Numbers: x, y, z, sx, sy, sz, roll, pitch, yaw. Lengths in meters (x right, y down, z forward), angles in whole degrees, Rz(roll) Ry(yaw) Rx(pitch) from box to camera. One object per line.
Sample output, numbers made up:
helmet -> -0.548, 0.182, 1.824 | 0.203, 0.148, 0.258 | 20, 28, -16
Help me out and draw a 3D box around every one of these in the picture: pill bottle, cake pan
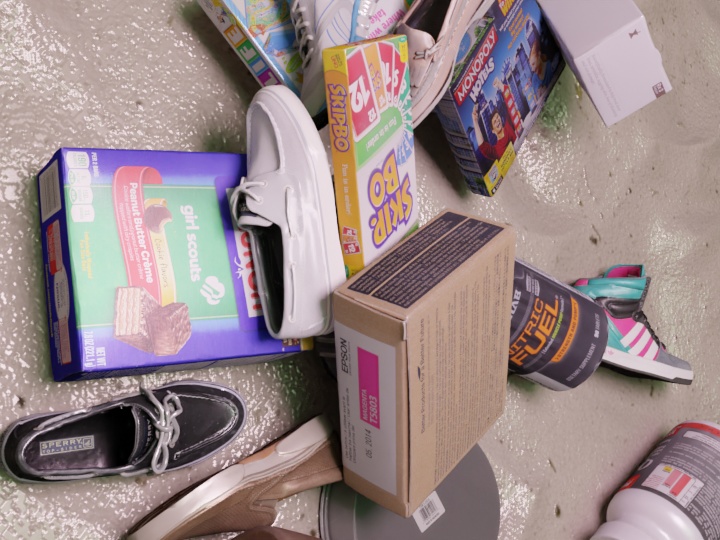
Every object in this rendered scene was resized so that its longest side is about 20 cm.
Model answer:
pill bottle -> 0.341, 0.263, 1.001 | 0.200, 0.116, 0.116 | -35, 102, -33
cake pan -> 0.055, 0.226, 0.862 | 0.199, 0.037, 0.202 | 6, 79, -33
pill bottle -> 0.142, 0.040, 0.910 | 0.199, 0.106, 0.107 | 25, 69, -28

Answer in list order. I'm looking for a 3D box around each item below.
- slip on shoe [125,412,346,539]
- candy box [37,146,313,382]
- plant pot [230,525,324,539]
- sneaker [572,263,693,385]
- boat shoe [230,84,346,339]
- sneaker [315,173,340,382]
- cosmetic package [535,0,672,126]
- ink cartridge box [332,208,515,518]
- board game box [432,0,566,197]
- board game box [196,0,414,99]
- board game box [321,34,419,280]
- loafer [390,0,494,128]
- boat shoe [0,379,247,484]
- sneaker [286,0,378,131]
slip on shoe -> -0.092, 0.185, 0.749 | 0.199, 0.076, 0.061 | -24, 84, -42
candy box -> -0.145, -0.005, 0.741 | 0.199, 0.077, 0.170 | -3, 82, -36
plant pot -> -0.035, 0.278, 0.682 | 0.175, 0.200, 0.201 | 43, 61, -28
sneaker -> 0.306, 0.055, 1.037 | 0.199, 0.083, 0.121 | 19, 81, -29
boat shoe -> -0.066, -0.044, 0.721 | 0.068, 0.072, 0.201 | -12, 96, -37
sneaker -> 0.000, 0.000, 0.845 | 0.116, 0.075, 0.201 | -63, 150, -63
cosmetic package -> 0.240, -0.262, 0.968 | 0.113, 0.081, 0.201 | 46, 22, -43
ink cartridge box -> 0.056, 0.073, 0.767 | 0.165, 0.075, 0.201 | -35, 134, -42
board game box -> 0.122, -0.215, 0.917 | 0.201, 0.061, 0.200 | -58, 140, -26
board game box -> -0.033, -0.243, 0.829 | 0.200, 0.034, 0.135 | -46, 106, -30
board game box -> 0.012, -0.082, 0.742 | 0.095, 0.030, 0.201 | -31, 124, -53
loafer -> 0.059, -0.217, 0.818 | 0.201, 0.072, 0.063 | -58, 145, -1
boat shoe -> -0.169, 0.123, 0.708 | 0.198, 0.068, 0.074 | 1, 82, -34
sneaker -> -0.034, -0.209, 0.770 | 0.086, 0.075, 0.201 | 21, 67, -14
